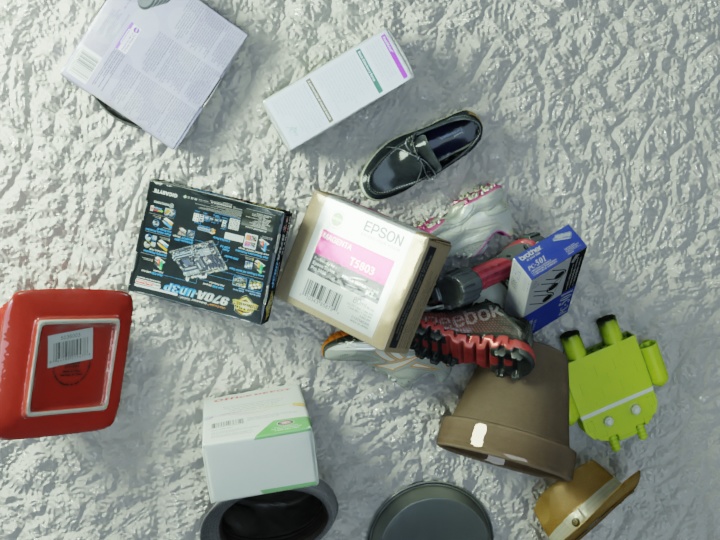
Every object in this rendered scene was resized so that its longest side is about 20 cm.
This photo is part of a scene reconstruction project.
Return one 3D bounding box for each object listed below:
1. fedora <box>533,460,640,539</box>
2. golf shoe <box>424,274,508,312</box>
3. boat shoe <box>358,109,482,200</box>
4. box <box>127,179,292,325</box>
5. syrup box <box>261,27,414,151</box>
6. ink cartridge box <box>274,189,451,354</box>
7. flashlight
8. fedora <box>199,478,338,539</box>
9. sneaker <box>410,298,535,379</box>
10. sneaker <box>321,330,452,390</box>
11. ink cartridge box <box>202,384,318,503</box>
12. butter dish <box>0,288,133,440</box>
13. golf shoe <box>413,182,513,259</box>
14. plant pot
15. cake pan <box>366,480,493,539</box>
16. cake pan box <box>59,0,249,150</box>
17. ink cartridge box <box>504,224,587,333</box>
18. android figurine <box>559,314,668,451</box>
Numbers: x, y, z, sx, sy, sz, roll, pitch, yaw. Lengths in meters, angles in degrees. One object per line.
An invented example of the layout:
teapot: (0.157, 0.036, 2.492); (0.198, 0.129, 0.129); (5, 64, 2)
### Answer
fedora: (0.321, 0.343, 1.501); (0.200, 0.201, 0.082); (-41, 69, 0)
golf shoe: (0.124, 0.040, 1.454); (0.199, 0.088, 0.078); (3, 96, -9)
boat shoe: (0.087, -0.164, 1.432); (0.199, 0.062, 0.075); (-29, 103, -1)
box: (-0.208, -0.027, 1.395); (0.199, 0.046, 0.160); (13, 97, 7)
syrup box: (-0.032, -0.247, 1.394); (0.199, 0.079, 0.082); (-30, 101, -2)
ink cartridge box: (0.000, 0.000, 1.384); (0.199, 0.075, 0.165); (24, 96, 30)
flashlight: (0.192, 0.002, 1.418); (0.200, 0.068, 0.068); (-21, 137, -41)
fedora: (-0.135, 0.330, 1.445); (0.199, 0.090, 0.178); (-11, 128, -9)
sneaker: (0.148, 0.084, 1.404); (0.199, 0.098, 0.071); (11, 140, 14)
sneaker: (0.043, 0.131, 1.465); (0.199, 0.076, 0.093); (-1, 103, -6)
ink cartridge box: (-0.140, 0.231, 1.390); (0.145, 0.200, 0.088); (-9, 103, -7)
butter dish: (-0.428, 0.111, 1.370); (0.200, 0.147, 0.201); (2, 101, -50)
golf shoe: (0.131, -0.044, 1.450); (0.199, 0.075, 0.092); (-30, 104, -1)
plant pot: (0.226, 0.193, 1.452); (0.199, 0.200, 0.175); (19, 77, -10)
cake pan: (0.108, 0.420, 1.532); (0.199, 0.037, 0.201); (-1, 99, -7)
cake pan box: (-0.278, -0.288, 1.372); (0.184, 0.052, 0.200); (32, 93, -9)
ink cartridge box: (0.253, 0.022, 1.411); (0.094, 0.200, 0.044); (-30, 65, -13)
android figurine: (0.374, 0.174, 1.530); (0.181, 0.041, 0.201); (-21, 99, -4)
